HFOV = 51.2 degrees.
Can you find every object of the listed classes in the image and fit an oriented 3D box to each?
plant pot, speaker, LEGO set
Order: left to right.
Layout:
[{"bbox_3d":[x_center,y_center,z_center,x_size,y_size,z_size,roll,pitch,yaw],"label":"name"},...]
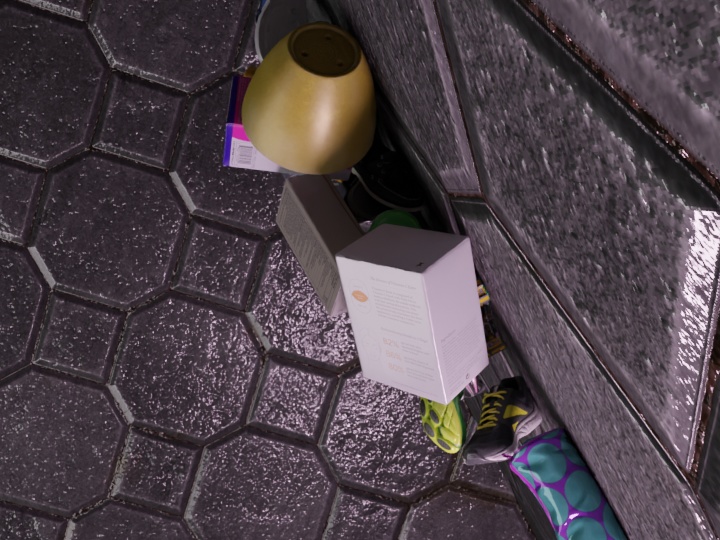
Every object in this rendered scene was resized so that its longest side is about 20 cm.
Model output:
[{"bbox_3d":[-0.061,-0.258,1.049,0.201,0.199,0.142,62,155,22],"label":"plant pot"},{"bbox_3d":[0.057,-0.047,1.192,0.089,0.088,0.200,62,-178,3],"label":"speaker"},{"bbox_3d":[0.128,0.063,1.130,0.154,0.115,0.200,62,180,35],"label":"LEGO set"}]

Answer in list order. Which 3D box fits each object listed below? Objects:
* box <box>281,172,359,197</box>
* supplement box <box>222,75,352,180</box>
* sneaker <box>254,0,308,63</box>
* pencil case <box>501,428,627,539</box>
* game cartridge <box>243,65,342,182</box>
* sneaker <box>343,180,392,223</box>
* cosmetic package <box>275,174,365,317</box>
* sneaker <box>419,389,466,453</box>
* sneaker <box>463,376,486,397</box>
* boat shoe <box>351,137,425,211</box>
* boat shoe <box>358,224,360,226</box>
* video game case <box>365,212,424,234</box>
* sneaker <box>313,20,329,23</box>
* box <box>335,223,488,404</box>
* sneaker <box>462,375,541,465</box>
[{"bbox_3d":[-0.060,-0.218,1.463,0.201,0.117,0.197,62,-150,-18],"label":"box"},{"bbox_3d":[-0.105,-0.217,1.158,0.101,0.199,0.104,114,161,-57],"label":"supplement box"},{"bbox_3d":[-0.133,-0.390,1.222,0.146,0.080,0.201,141,136,-71],"label":"sneaker"},{"bbox_3d":[0.271,0.309,0.974,0.201,0.092,0.085,63,-179,17],"label":"pencil case"},{"bbox_3d":[-0.104,-0.246,1.292,0.199,0.033,0.177,22,144,11],"label":"game cartridge"},{"bbox_3d":[0.003,-0.106,1.286,0.075,0.106,0.200,62,-152,0],"label":"sneaker"},{"bbox_3d":[-0.050,-0.043,1.141,0.200,0.073,0.104,58,148,26],"label":"cosmetic package"},{"bbox_3d":[0.126,0.174,1.104,0.201,0.083,0.074,-104,33,-46],"label":"sneaker"},{"bbox_3d":[0.203,0.156,1.478,0.080,0.086,0.201,-123,27,-74],"label":"sneaker"},{"bbox_3d":[0.039,-0.165,1.192,0.200,0.074,0.066,53,144,45],"label":"boat shoe"},{"bbox_3d":[0.000,0.000,1.255,0.057,0.068,0.200,-114,0,-47],"label":"boat shoe"},{"bbox_3d":[0.054,-0.010,1.382,0.022,0.200,0.182,21,149,43],"label":"video game case"},{"bbox_3d":[-0.044,-0.313,1.255,0.105,0.075,0.200,62,179,31],"label":"sneaker"},{"bbox_3d":[0.072,0.055,1.015,0.152,0.106,0.201,13,125,41],"label":"box"},{"bbox_3d":[0.194,0.215,1.089,0.200,0.074,0.085,-23,-86,-56],"label":"sneaker"}]
